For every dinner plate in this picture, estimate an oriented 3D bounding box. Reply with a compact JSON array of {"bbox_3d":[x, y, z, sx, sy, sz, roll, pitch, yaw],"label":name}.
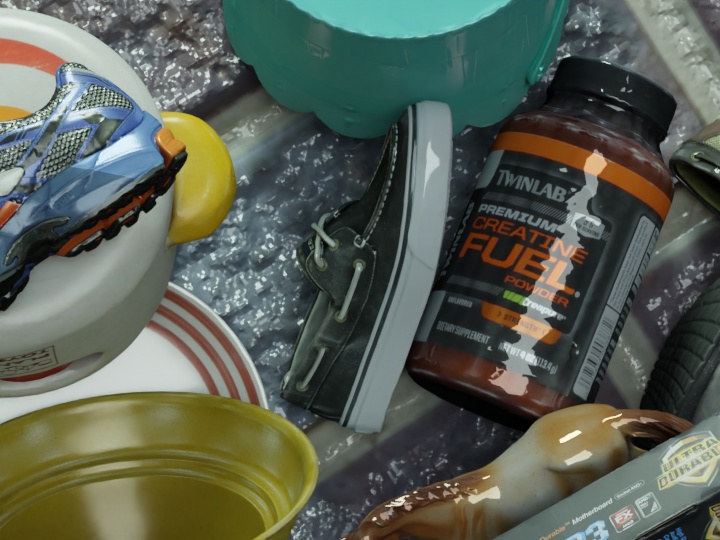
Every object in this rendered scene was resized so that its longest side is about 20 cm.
[{"bbox_3d":[-0.148,0.096,1.102,0.200,0.024,0.200,1,86,-12],"label":"dinner plate"}]

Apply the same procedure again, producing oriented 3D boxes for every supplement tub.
[{"bbox_3d":[0.106,-0.015,1.118,0.107,0.107,0.200,23,81,-8],"label":"supplement tub"}]

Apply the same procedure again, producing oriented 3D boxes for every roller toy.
[{"bbox_3d":[-0.183,-0.033,1.030,0.200,0.140,0.182,33,74,5],"label":"roller toy"}]

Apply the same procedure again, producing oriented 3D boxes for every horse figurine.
[{"bbox_3d":[0.101,0.123,1.066,0.200,0.050,0.133,-30,126,12],"label":"horse figurine"}]

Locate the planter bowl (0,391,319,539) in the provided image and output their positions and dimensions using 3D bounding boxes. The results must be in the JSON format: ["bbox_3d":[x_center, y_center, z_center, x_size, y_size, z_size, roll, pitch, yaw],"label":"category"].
[{"bbox_3d":[-0.118,0.141,1.019,0.200,0.200,0.083,-8,114,-11],"label":"planter bowl"}]

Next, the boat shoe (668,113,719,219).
[{"bbox_3d":[0.246,-0.012,1.127,0.065,0.073,0.200,-33,50,-4],"label":"boat shoe"}]

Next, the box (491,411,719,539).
[{"bbox_3d":[0.140,0.185,1.054,0.198,0.050,0.200,-31,136,4],"label":"box"}]

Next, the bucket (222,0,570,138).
[{"bbox_3d":[0.020,-0.180,1.075,0.207,0.135,0.207,0,75,-1],"label":"bucket"}]

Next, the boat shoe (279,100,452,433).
[{"bbox_3d":[0.000,0.000,1.078,0.071,0.072,0.200,12,116,-5],"label":"boat shoe"}]

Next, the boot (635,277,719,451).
[{"bbox_3d":[0.222,0.111,1.155,0.132,0.070,0.200,22,94,-10],"label":"boot"}]

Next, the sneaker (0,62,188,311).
[{"bbox_3d":[-0.179,-0.023,0.931,0.200,0.075,0.078,-34,81,-18],"label":"sneaker"}]
